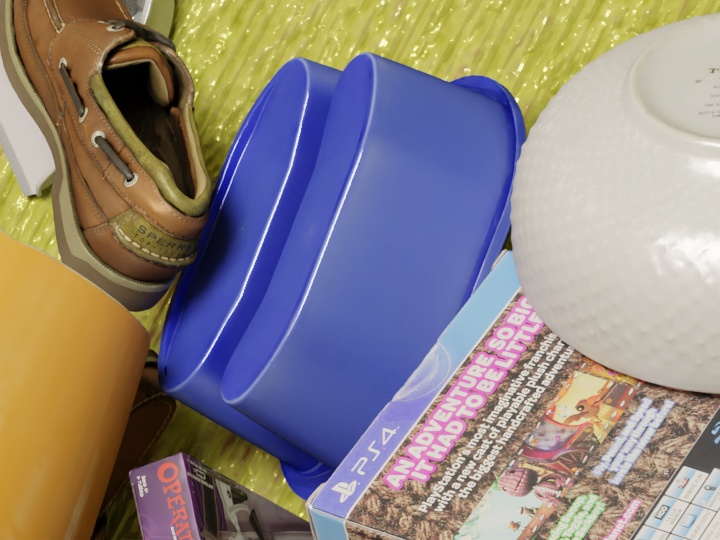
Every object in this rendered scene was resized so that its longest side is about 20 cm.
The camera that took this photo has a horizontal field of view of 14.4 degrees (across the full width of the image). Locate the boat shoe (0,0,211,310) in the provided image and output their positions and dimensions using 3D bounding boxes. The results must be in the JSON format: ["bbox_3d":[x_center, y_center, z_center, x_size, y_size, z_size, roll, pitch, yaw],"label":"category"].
[{"bbox_3d":[-0.104,-0.077,1.260,0.068,0.072,0.200,-49,46,33],"label":"boat shoe"}]

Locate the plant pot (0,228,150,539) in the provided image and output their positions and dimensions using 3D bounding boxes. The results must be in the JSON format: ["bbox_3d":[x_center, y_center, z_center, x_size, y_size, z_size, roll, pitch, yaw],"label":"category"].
[{"bbox_3d":[-0.184,0.076,1.177,0.200,0.200,0.183,21,76,30],"label":"plant pot"}]

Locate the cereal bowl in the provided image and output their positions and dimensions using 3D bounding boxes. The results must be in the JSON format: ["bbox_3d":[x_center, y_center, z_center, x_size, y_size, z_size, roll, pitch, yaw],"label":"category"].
[{"bbox_3d":[0.156,-0.044,1.129,0.200,0.083,0.200,-6,37,4],"label":"cereal bowl"}]

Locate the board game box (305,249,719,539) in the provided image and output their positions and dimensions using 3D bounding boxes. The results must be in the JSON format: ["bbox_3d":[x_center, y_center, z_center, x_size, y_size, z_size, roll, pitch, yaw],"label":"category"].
[{"bbox_3d":[0.109,0.098,1.111,0.200,0.097,0.159,17,49,30],"label":"board game box"}]

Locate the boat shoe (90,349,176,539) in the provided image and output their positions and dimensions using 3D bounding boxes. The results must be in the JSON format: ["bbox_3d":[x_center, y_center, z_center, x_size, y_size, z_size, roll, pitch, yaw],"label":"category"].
[{"bbox_3d":[-0.143,0.124,1.284,0.200,0.072,0.068,-49,63,15],"label":"boat shoe"}]

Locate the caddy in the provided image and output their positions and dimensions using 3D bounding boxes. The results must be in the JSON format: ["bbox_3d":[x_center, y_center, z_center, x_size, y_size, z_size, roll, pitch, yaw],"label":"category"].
[{"bbox_3d":[0.000,0.000,1.225,0.141,0.105,0.200,5,71,63],"label":"caddy"}]

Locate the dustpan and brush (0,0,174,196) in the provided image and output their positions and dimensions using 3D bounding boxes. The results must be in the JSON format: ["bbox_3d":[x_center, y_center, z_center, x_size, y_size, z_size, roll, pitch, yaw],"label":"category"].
[{"bbox_3d":[-0.118,-0.147,1.366,0.200,0.057,0.140,-34,61,11],"label":"dustpan and brush"}]

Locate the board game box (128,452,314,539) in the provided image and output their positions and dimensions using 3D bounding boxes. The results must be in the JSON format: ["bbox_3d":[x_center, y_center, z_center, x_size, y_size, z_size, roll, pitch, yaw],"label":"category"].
[{"bbox_3d":[-0.025,0.154,1.135,0.032,0.200,0.120,-18,66,18],"label":"board game box"}]
